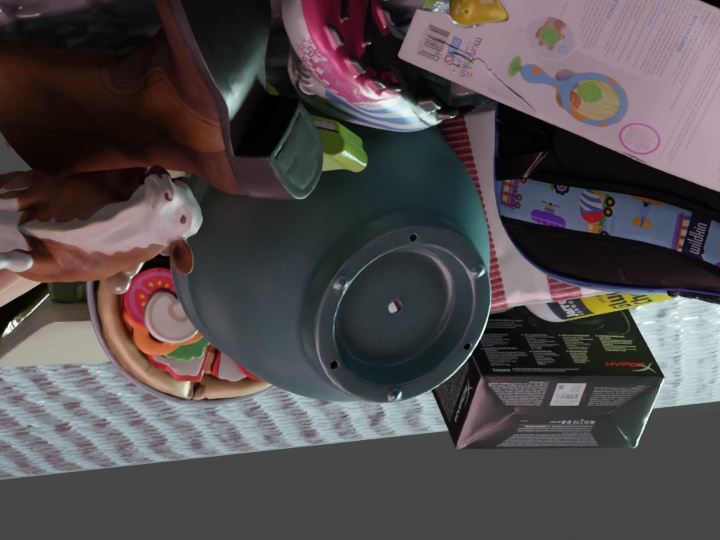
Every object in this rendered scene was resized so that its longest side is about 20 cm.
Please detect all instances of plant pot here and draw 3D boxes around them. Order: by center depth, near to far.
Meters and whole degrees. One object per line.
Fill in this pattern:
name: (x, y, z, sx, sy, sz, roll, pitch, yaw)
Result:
plant pot: (0.000, 0.000, 1.475, 0.200, 0.201, 0.134, 3, -157, -30)

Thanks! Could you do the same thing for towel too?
towel: (0.111, -0.045, 1.569, 0.199, 0.144, 0.023, -9, -158, 14)

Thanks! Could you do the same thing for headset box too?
headset box: (0.118, 0.040, 1.794, 0.148, 0.200, 0.077, 1, 128, -22)

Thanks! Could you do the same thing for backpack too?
backpack: (0.185, -0.071, 1.410, 0.199, 0.183, 0.134, 3, -173, 25)

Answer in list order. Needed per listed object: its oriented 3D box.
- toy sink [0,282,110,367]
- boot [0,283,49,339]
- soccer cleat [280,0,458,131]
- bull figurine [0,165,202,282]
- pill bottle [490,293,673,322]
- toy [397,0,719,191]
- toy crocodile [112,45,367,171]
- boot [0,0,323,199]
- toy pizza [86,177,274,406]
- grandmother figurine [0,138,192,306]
toy sink: (-0.150, -0.006, 1.648, 0.199, 0.112, 0.130, -3, 166, -27)
boot: (-0.302, 0.047, 1.719, 0.200, 0.072, 0.155, -45, -171, -28)
soccer cleat: (-0.014, -0.119, 1.357, 0.086, 0.070, 0.200, -4, 165, 24)
bull figurine: (-0.178, -0.026, 1.346, 0.121, 0.065, 0.200, 0, 179, -35)
pill bottle: (0.166, -0.026, 1.678, 0.200, 0.112, 0.112, -13, 163, 25)
toy: (0.131, -0.128, 1.299, 0.199, 0.047, 0.115, 20, 136, -3)
toy crocodile: (-0.090, -0.085, 1.406, 0.199, 0.062, 0.067, 15, 173, 22)
boot: (-0.134, -0.120, 1.322, 0.200, 0.069, 0.188, 9, 148, 31)
toy pizza: (-0.082, -0.001, 1.565, 0.200, 0.201, 0.032, 3, -162, -30)
grandmother figurine: (-0.170, -0.040, 1.477, 0.200, 0.121, 0.061, -34, -153, -8)
